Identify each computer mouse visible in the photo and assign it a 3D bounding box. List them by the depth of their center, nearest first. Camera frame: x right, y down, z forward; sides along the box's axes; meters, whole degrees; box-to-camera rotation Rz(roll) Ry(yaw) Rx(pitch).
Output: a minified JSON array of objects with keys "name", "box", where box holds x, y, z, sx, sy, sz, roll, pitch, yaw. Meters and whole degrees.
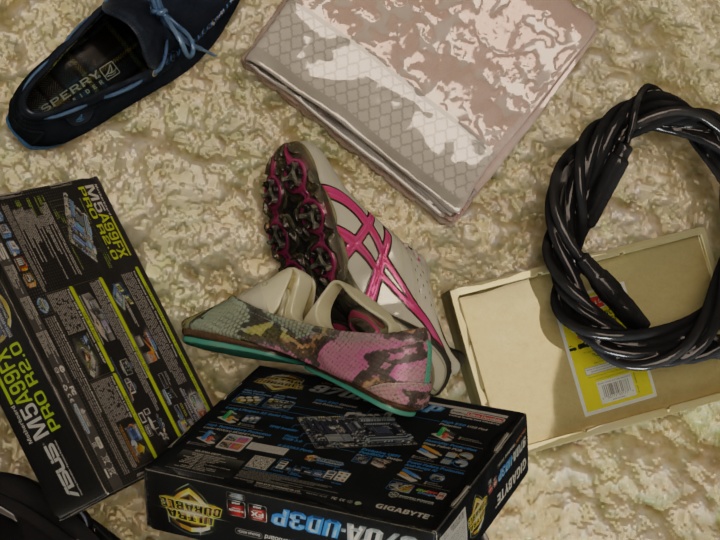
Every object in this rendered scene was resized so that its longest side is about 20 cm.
[{"name":"computer mouse","box":[-0.181,0.163,1.184,0.199,0.140,0.046,9,86,29]}]

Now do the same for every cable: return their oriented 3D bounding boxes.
[{"name":"cable","box":[0.205,-0.031,1.291,0.162,0.051,0.201,-6,84,-6]}]

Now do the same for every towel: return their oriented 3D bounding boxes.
[{"name":"towel","box":[0.043,-0.163,1.313,0.200,0.032,0.191,37,76,-4]}]

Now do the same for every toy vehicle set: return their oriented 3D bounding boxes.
[{"name":"toy vehicle set","box":[0.169,0.052,1.304,0.199,0.027,0.125,-13,83,-12]}]

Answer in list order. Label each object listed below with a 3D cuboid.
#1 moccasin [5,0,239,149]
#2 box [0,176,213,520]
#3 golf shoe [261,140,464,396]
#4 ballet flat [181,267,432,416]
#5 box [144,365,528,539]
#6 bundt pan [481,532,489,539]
[{"name":"moccasin","box":[-0.153,-0.152,1.254,0.080,0.068,0.200,44,76,-1]},{"name":"box","box":[-0.181,0.044,1.177,0.044,0.160,0.201,-28,87,24]},{"name":"golf shoe","box":[0.000,0.000,1.267,0.092,0.072,0.201,-23,86,-40]},{"name":"ballet flat","box":[-0.031,0.039,1.204,0.199,0.069,0.072,15,89,37]},{"name":"box","box":[-0.013,0.126,1.154,0.199,0.159,0.046,9,115,22]},{"name":"bundt pan","box":[-0.001,0.237,1.218,0.200,0.076,0.203,2,81,-11]}]
